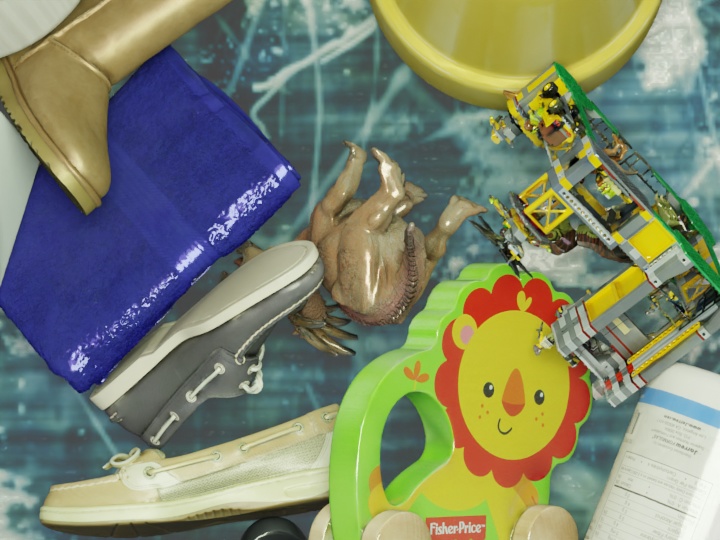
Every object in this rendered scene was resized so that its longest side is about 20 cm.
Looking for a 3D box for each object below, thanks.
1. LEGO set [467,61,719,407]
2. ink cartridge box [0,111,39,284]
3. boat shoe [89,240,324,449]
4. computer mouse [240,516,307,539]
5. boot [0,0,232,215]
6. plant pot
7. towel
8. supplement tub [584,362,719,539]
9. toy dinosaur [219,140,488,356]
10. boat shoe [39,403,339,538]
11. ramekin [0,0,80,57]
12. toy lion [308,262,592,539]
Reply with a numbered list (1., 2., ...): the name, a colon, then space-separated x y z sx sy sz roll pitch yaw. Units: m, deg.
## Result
1. LEGO set: 0.132 -0.015 1.345 0.116 0.154 0.200 -38 126 16
2. ink cartridge box: -0.269 -0.017 1.320 0.043 0.174 0.202 10 72 18
3. boat shoe: -0.084 0.049 1.370 0.199 0.073 0.063 -34 103 33
4. computer mouse: -0.059 0.257 1.402 0.058 0.034 0.202 4 90 -14
5. boot: -0.134 -0.148 1.389 0.199 0.066 0.175 -35 49 0
6. plant pot: 0.097 -0.211 1.357 0.199 0.189 0.203 0 85 3
7. towel: -0.146 -0.032 1.410 0.200 0.050 0.148 -43 60 -2
8. supplement tub: 0.204 0.169 1.347 0.131 0.132 0.201 21 86 4
9. toy dinosaur: 0.000 0.000 1.363 0.085 0.200 0.136 28 88 -25
10. boat shoe: -0.104 0.128 1.394 0.199 0.073 0.064 -8 77 -1
11. ramekin: -0.251 -0.222 1.392 0.200 0.094 0.204 -7 64 14
12. toy lion: 0.065 0.092 1.347 0.199 0.068 0.194 2 89 -41
